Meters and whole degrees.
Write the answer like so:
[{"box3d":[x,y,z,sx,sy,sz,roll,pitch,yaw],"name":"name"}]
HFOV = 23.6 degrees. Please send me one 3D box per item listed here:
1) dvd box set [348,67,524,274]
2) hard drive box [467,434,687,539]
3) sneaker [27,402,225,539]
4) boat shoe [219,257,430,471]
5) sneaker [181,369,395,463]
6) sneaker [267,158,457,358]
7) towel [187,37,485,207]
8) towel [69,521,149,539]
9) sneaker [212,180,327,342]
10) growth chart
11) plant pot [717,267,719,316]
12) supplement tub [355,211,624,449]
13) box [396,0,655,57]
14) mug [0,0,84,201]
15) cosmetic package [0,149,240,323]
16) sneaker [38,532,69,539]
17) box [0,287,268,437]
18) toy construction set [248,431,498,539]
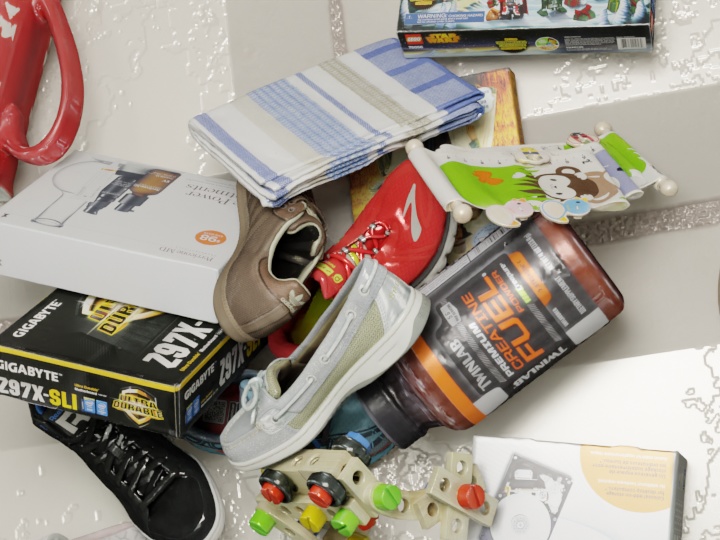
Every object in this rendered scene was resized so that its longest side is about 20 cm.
[{"box3d":[0.064,-0.049,1.361,0.145,0.029,0.202,-9,78,15],"name":"dvd box set"},{"box3d":[0.155,0.229,1.265,0.154,0.077,0.202,2,81,15],"name":"hard drive box"},{"box3d":[-0.193,0.139,1.324,0.073,0.112,0.200,-50,53,3],"name":"sneaker"},{"box3d":[-0.036,0.069,1.230,0.065,0.075,0.202,40,121,-17],"name":"boat shoe"},{"box3d":[-0.064,0.116,1.331,0.198,0.095,0.080,-2,80,14],"name":"sneaker"},{"box3d":[0.000,0.000,1.302,0.077,0.085,0.201,45,113,28],"name":"sneaker"},{"box3d":[-0.020,-0.118,1.325,0.199,0.024,0.147,-25,38,-21],"name":"towel"},{"box3d":[-0.194,0.300,1.306,0.190,0.032,0.201,-17,72,-32],"name":"towel"},{"box3d":[-0.052,-0.030,1.288,0.075,0.070,0.201,-21,40,29],"name":"sneaker"},{"box3d":[0.132,-0.070,1.259,0.145,0.198,0.018,-133,43,-53],"name":"growth chart"},{"box3d":[0.352,0.006,1.224,0.198,0.134,0.202,-3,80,14],"name":"plant pot"},{"box3d":[0.089,0.045,1.265,0.200,0.107,0.107,-39,73,7],"name":"supplement tub"},{"box3d":[0.134,-0.237,1.354,0.198,0.040,0.138,0,62,14],"name":"box"},{"box3d":[-0.304,-0.168,1.438,0.176,0.133,0.202,16,80,-1],"name":"mug"},{"box3d":[-0.173,-0.030,1.358,0.198,0.151,0.052,12,120,16],"name":"cosmetic package"},{"box3d":[-0.250,0.323,1.363,0.114,0.073,0.202,-28,70,18],"name":"sneaker"},{"box3d":[-0.165,0.047,1.319,0.158,0.200,0.050,13,118,18],"name":"box"},{"box3d":[-0.002,0.174,1.258,0.199,0.131,0.092,-19,31,42],"name":"toy construction set"}]
